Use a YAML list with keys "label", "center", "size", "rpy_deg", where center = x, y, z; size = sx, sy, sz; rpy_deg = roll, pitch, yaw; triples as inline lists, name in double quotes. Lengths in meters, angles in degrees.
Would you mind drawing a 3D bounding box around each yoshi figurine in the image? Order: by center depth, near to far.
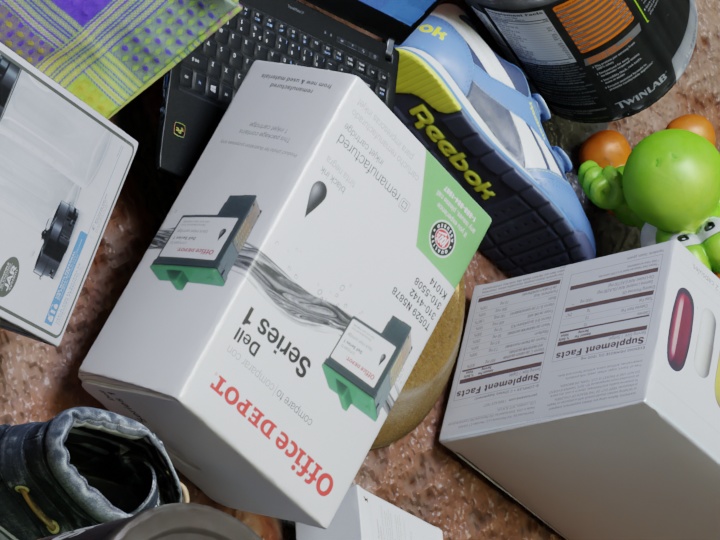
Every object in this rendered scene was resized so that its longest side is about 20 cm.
- label: "yoshi figurine"
  center: [0.190, -0.057, 1.819]
  size: [0.112, 0.113, 0.200]
  rpy_deg: [29, 13, -13]

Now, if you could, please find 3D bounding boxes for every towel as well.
- label: "towel"
  center: [-0.171, -0.153, 1.506]
  size: [0.200, 0.143, 0.023]
  rpy_deg: [44, 14, -31]

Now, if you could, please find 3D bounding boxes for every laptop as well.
- label: "laptop"
  center: [-0.007, -0.130, 1.626]
  size: [0.177, 0.103, 0.201]
  rpy_deg: [22, 67, -43]

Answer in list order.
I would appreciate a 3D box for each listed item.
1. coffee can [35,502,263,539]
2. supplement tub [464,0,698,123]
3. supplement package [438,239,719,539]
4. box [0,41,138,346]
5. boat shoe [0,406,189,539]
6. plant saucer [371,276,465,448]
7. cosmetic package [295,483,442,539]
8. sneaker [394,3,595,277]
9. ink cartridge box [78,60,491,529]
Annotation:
- label: "coffee can"
  center: [-0.140, 0.195, 1.373]
  size: [0.146, 0.199, 0.147]
  rpy_deg: [18, 65, -43]
- label: "supplement tub"
  center: [0.120, -0.184, 1.795]
  size: [0.200, 0.122, 0.123]
  rpy_deg: [50, 42, -55]
- label: "supplement package"
  center: [0.174, 0.092, 1.778]
  size: [0.200, 0.155, 0.111]
  rpy_deg: [39, 53, -36]
- label: "box"
  center: [-0.189, -0.045, 1.416]
  size: [0.117, 0.060, 0.200]
  rpy_deg: [-68, 156, -8]
- label: "boat shoe"
  center: [-0.109, 0.133, 1.508]
  size: [0.200, 0.091, 0.071]
  rpy_deg: [32, 56, -37]
- label: "plant saucer"
  center: [0.000, 0.000, 1.712]
  size: [0.200, 0.035, 0.201]
  rpy_deg: [18, 65, -43]
- label: "cosmetic package"
  center: [0.010, 0.224, 1.609]
  size: [0.082, 0.050, 0.201]
  rpy_deg: [34, 43, -46]
- label: "sneaker"
  center: [0.085, -0.076, 1.802]
  size: [0.200, 0.074, 0.082]
  rpy_deg: [53, 43, -23]
- label: "ink cartridge box"
  center: [-0.037, 0.015, 1.575]
  size: [0.146, 0.084, 0.201]
  rpy_deg: [43, 67, -41]
